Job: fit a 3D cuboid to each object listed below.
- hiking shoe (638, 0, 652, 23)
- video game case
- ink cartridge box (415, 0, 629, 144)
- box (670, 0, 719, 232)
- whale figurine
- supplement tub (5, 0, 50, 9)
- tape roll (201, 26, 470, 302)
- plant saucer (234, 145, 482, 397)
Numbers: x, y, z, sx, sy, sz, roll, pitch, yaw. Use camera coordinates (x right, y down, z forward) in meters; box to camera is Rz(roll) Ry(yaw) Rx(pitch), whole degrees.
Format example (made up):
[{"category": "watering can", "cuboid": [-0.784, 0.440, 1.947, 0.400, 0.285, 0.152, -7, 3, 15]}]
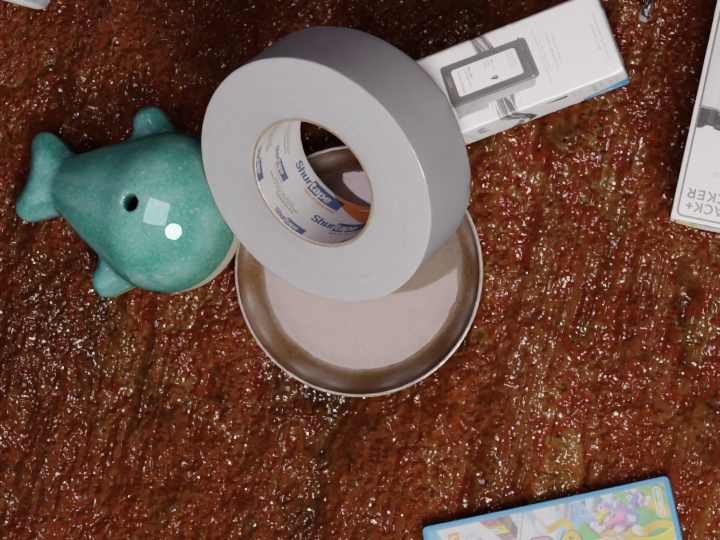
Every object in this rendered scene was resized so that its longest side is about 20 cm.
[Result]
[{"category": "hiking shoe", "cuboid": [0.163, -0.278, 1.376, 0.200, 0.076, 0.101, 35, 93, 6]}, {"category": "video game case", "cuboid": [0.155, 0.247, 1.387, 0.200, 0.018, 0.143, -13, 61, 10]}, {"category": "ink cartridge box", "cuboid": [0.100, -0.141, 1.371, 0.200, 0.116, 0.068, -20, 88, 11]}, {"category": "box", "cuboid": [0.281, -0.127, 1.340, 0.060, 0.117, 0.200, 12, 94, 9]}, {"category": "whale figurine", "cuboid": [-0.192, -0.057, 1.427, 0.200, 0.104, 0.159, 17, 92, 19]}, {"category": "supplement tub", "cuboid": [-0.280, -0.319, 1.429, 0.122, 0.123, 0.200, 18, 95, 9]}, {"category": "tape roll", "cuboid": [-0.019, -0.079, 1.335, 0.200, 0.066, 0.200, 18, 128, 25]}, {"category": "plant saucer", "cuboid": [0.000, 0.000, 1.434, 0.200, 0.032, 0.200, 0, 92, 10]}]
